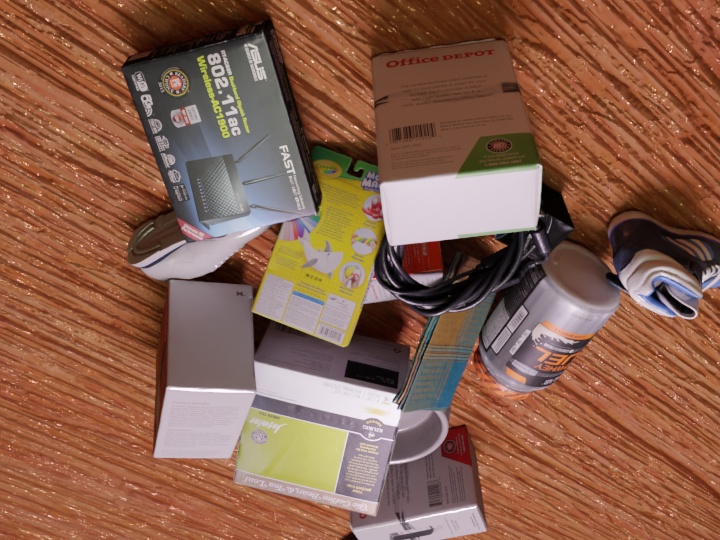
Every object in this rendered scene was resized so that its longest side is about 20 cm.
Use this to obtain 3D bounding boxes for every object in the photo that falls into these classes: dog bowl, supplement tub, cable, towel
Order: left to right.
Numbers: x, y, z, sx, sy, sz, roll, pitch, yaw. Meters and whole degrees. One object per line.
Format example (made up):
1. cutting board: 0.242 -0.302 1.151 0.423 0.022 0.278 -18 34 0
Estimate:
1. dog bowl: 0.043 0.219 1.232 0.198 0.059 0.201 -1 134 -1
2. towel: 0.111 0.080 1.013 0.146 0.022 0.201 16 96 -60
3. cable: 0.108 -0.032 0.882 0.198 0.051 0.164 -18 128 -1
4. supplement tub: 0.231 0.069 1.053 0.122 0.123 0.201 14 132 -15

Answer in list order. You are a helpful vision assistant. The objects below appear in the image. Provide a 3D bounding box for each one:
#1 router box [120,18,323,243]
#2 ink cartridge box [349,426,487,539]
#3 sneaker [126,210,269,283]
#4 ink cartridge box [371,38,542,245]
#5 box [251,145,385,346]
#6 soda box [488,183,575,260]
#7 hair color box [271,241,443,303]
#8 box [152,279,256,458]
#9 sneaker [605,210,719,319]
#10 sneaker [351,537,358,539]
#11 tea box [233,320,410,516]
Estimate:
1. router box: -0.137 -0.139 0.846 0.149 0.062 0.201 -12 116 8
2. ink cartridge box: 0.087 0.346 1.293 0.198 0.145 0.084 -14 133 11
3. sneaker: -0.179 -0.039 0.977 0.199 0.077 0.081 -17 141 22
4. ink cartridge box: 0.088 -0.131 0.806 0.145 0.201 0.085 -6 137 4
5. box: -0.034 -0.029 0.922 0.116 0.048 0.201 21 91 7
6. soda box: 0.147 -0.087 0.936 0.199 0.071 0.063 24 127 -24
7. hair color box: 0.000 0.000 0.995 0.198 0.062 0.102 -8 162 4
8. box: -0.203 0.130 1.044 0.105 0.153 0.201 4 144 -16
9. sneaker: 0.392 0.016 0.991 0.199 0.147 0.081 20 130 -20
10. sneaker: 0.032 0.569 1.554 0.114 0.077 0.199 -32 124 27
11. tea box: -0.049 0.192 1.095 0.198 0.134 0.198 13 113 1
